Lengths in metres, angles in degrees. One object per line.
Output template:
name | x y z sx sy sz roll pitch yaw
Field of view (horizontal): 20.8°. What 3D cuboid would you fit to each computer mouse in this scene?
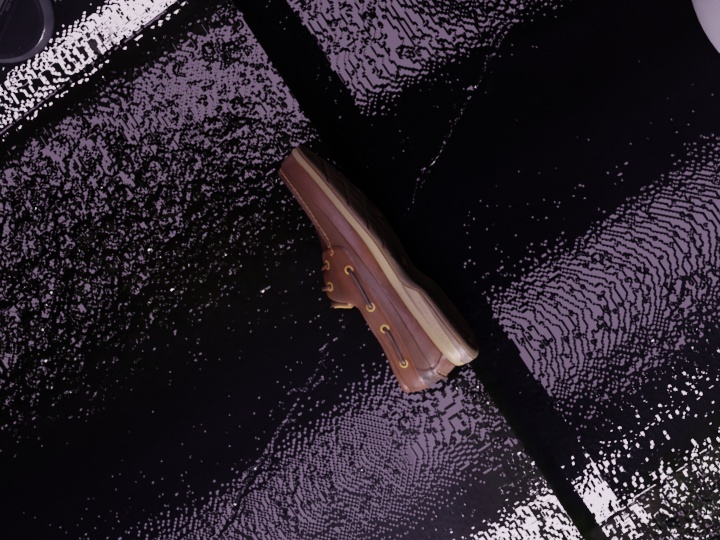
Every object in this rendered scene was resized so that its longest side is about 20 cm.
computer mouse | -0.312 -0.236 1.477 0.200 0.053 0.139 34 117 -5

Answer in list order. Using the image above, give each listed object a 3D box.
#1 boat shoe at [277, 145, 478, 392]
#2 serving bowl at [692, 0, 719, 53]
boat shoe | 0.000 0.000 1.413 0.068 0.072 0.200 -39 86 12
serving bowl | 0.317 -0.213 1.318 0.200 0.066 0.201 1 93 15
